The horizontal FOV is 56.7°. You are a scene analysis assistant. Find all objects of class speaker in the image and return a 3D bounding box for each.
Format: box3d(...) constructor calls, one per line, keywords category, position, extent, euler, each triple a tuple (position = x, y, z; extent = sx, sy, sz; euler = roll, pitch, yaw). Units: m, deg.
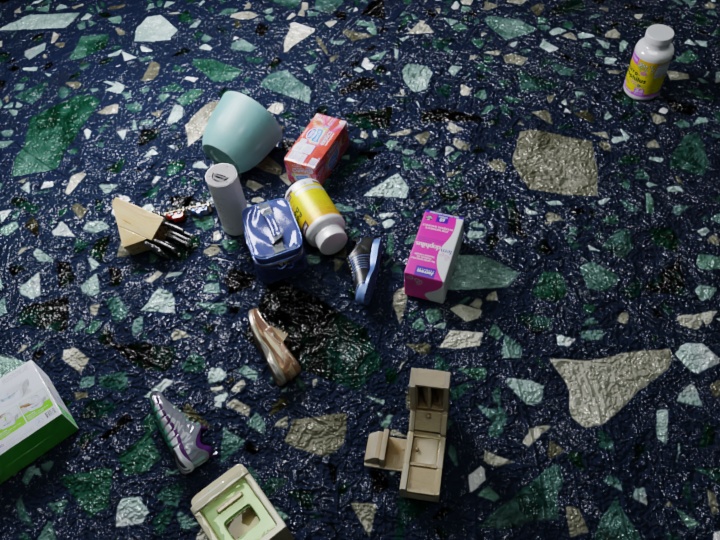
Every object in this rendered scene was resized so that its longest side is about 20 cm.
box3d(category="speaker", position=(-0.337, -0.180, 1.716), extent=(0.081, 0.200, 0.081), euler=(-2, 55, 3))

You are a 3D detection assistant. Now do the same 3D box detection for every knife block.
box3d(category="knife block", position=(-0.541, -0.120, 1.753), extent=(0.175, 0.064, 0.200), euler=(-20, 71, -2))

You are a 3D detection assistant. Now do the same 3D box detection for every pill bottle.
box3d(category="pill bottle", position=(0.825, -0.593, 1.900), extent=(0.104, 0.200, 0.104), euler=(-2, 54, 3))
box3d(category="pill bottle", position=(-0.111, -0.137, 1.722), extent=(0.109, 0.109, 0.200), euler=(-25, 56, -12))

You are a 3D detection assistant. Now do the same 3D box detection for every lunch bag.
box3d(category="lunch bag", position=(-0.217, -0.075, 1.675), extent=(0.136, 0.132, 0.200), euler=(-19, 55, -8))

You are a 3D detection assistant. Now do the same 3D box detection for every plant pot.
box3d(category="plant pot", position=(-0.344, -0.369, 1.861), extent=(0.200, 0.201, 0.161), euler=(25, 72, 21))

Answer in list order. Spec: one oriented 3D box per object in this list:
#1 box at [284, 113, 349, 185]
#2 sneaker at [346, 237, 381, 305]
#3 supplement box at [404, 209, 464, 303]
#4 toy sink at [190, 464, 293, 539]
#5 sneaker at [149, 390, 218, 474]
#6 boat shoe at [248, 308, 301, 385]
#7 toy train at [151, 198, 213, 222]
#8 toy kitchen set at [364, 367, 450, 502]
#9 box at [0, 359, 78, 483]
box3d(category="box", position=(-0.119, -0.333, 1.867), extent=(0.099, 0.096, 0.200), euler=(19, 59, 17))
box3d(category="sneaker", position=(0.000, 0.000, 1.647), extent=(0.078, 0.070, 0.200), euler=(4, 50, 13))
box3d(category="supplement box", position=(0.181, -0.035, 1.631), extent=(0.101, 0.103, 0.200), euler=(13, 59, 13))
box3d(category="toy sink", position=(-0.245, 0.474, 1.306), extent=(0.130, 0.112, 0.200), euler=(-34, 59, -18))
box3d(category="sneaker", position=(-0.386, 0.339, 1.450), extent=(0.087, 0.074, 0.200), euler=(-22, 64, -27))
box3d(category="boat shoe", position=(-0.199, 0.170, 1.544), extent=(0.072, 0.076, 0.200), euler=(-24, 66, -16))
box3d(category="toy train", position=(-0.499, -0.153, 1.814), extent=(0.199, 0.034, 0.046), euler=(-13, 59, -3))
box3d(category="toy kitchen set", position=(0.089, 0.325, 1.338), extent=(0.163, 0.181, 0.200), euler=(5, 52, 10))
box3d(category="box", position=(-0.762, 0.330, 1.463), extent=(0.200, 0.097, 0.176), euler=(-36, 59, -19))
